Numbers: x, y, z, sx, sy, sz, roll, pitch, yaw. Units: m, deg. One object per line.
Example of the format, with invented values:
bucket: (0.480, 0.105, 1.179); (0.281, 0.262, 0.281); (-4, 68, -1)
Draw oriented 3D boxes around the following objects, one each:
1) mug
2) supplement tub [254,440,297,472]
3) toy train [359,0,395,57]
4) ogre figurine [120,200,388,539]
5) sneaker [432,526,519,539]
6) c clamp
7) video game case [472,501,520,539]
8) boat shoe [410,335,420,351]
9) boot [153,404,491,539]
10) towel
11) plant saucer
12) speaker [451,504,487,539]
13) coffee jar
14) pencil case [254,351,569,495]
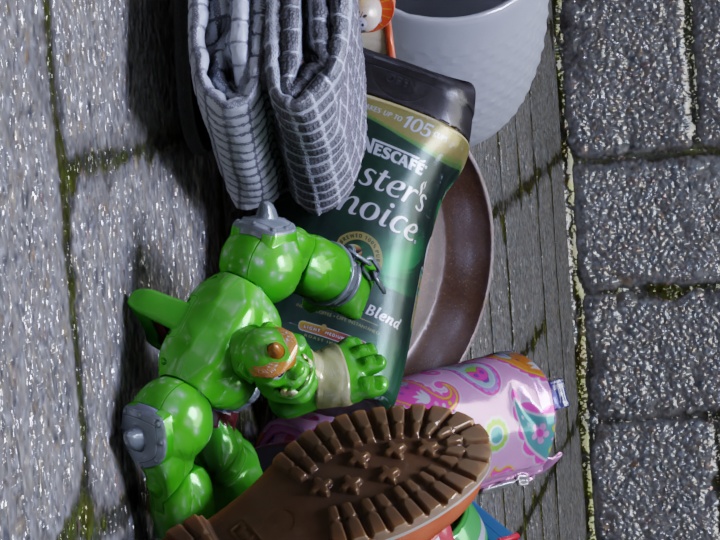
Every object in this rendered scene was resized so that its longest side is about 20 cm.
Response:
mug: (0.050, -0.193, 2.051); (0.200, 0.147, 0.176); (57, -17, 33)
supplement tub: (-0.025, 0.192, 1.528); (0.201, 0.106, 0.107); (77, 14, -45)
toy train: (0.002, -0.187, 1.667); (0.200, 0.055, 0.151); (95, 3, -67)
ogre figurine: (-0.060, 0.056, 1.404); (0.098, 0.200, 0.120); (38, -11, 38)
sneaker: (0.054, 0.164, 1.620); (0.078, 0.115, 0.200); (43, -26, 24)
c clamp: (-0.083, -0.155, 1.558); (0.200, 0.027, 0.172); (-70, 160, -70)
video game case: (0.048, 0.177, 1.847); (0.200, 0.018, 0.144); (39, -29, 42)
boat shoe: (-0.019, 0.003, 1.761); (0.071, 0.072, 0.201); (42, -22, 57)
boot: (-0.020, 0.143, 1.379); (0.075, 0.199, 0.108); (51, -15, 39)
towel: (-0.035, -0.148, 1.488); (0.166, 0.085, 0.201); (74, 18, -72)
plant saucer: (0.000, 0.000, 1.694); (0.200, 0.034, 0.202); (-13, 108, -43)
speaker: (0.055, 0.229, 1.761); (0.089, 0.088, 0.201); (-80, 157, -54)
coffee jar: (-0.005, -0.025, 1.578); (0.085, 0.104, 0.201); (126, -19, -72)
pencil case: (0.030, 0.106, 1.667); (0.199, 0.087, 0.088); (-15, 104, -41)
